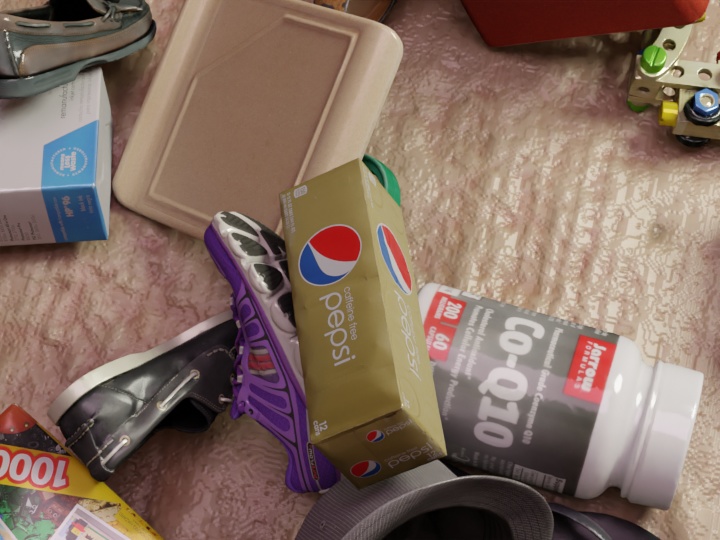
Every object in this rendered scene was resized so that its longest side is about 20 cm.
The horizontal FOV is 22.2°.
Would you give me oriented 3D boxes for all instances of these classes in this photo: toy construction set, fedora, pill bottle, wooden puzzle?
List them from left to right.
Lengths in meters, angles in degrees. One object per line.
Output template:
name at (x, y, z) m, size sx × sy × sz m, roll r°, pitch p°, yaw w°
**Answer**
wooden puzzle at (-0.074, -0.105, 1.313) m, size 0.200 × 0.037 × 0.186 m, roll 22°, pitch 91°, yaw 37°
fedora at (0.021, 0.186, 1.180) m, size 0.176 × 0.200 × 0.090 m, roll 9°, pitch 27°, yaw -37°
pill bottle at (0.123, 0.087, 1.238) m, size 0.199 × 0.114 × 0.114 m, roll 15°, pitch 67°, yaw 8°
toy construction set at (0.279, -0.159, 1.363) m, size 0.199 × 0.092 × 0.132 m, roll 1°, pitch 65°, yaw 14°

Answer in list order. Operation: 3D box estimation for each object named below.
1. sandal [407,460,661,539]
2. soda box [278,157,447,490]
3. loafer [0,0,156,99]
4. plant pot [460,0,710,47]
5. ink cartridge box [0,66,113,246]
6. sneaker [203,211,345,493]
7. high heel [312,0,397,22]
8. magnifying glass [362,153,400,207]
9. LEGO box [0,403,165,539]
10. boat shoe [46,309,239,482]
sandal at (0.116, 0.184, 1.234) m, size 0.199 × 0.043 × 0.076 m, roll 16°, pitch 68°, yaw 9°
soda box at (-0.001, 0.031, 1.157) m, size 0.064 × 0.068 × 0.201 m, roll -23°, pitch 50°, yaw 16°
loafer at (-0.210, -0.180, 1.336) m, size 0.072 × 0.063 × 0.200 m, roll 5°, pitch 24°, yaw 23°
plant pot at (0.149, -0.302, 1.331) m, size 0.200 × 0.176 × 0.200 m, roll -1°, pitch 58°, yaw 43°
ink cartridge box at (-0.285, -0.081, 1.340) m, size 0.199 × 0.068 × 0.116 m, roll -4°, pitch 54°, yaw 0°
sneaker at (-0.062, 0.056, 1.215) m, size 0.083 × 0.081 × 0.201 m, roll -26°, pitch 84°, yaw 20°
high heel at (0.010, -0.169, 1.360) m, size 0.200 × 0.071 × 0.143 m, roll -40°, pitch 52°, yaw -6°
magnifying glass at (0.000, 0.000, 1.243) m, size 0.079 × 0.022 × 0.201 m, roll -32°, pitch 47°, yaw 22°
LEGO box at (-0.207, 0.212, 1.212) m, size 0.200 × 0.077 × 0.149 m, roll 39°, pitch 72°, yaw 17°
boat shoe at (-0.116, 0.080, 1.252) m, size 0.200 × 0.072 × 0.068 m, roll -26°, pitch 69°, yaw -38°
